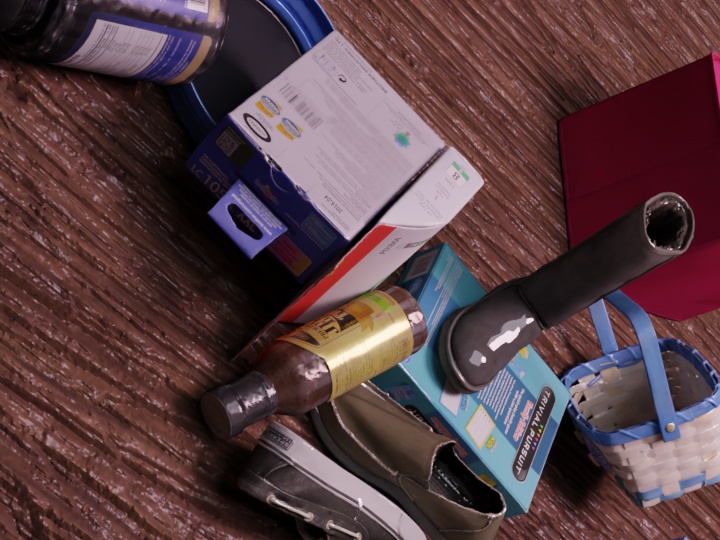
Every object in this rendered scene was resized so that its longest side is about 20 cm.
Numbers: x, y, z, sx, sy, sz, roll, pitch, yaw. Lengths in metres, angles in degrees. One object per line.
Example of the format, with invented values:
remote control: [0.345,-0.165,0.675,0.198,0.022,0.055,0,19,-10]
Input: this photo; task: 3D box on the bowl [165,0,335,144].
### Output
bowl: [-0.089,-0.170,1.412,0.200,0.039,0.202,22,58,-41]

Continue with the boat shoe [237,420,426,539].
boat shoe: [-0.024,0.187,1.316,0.200,0.071,0.064,40,80,-40]

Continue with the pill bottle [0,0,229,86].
pill bottle: [-0.203,-0.205,1.246,0.199,0.112,0.112,6,69,-46]

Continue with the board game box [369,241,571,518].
board game box: [0.095,0.100,1.490,0.200,0.047,0.151,50,43,-21]

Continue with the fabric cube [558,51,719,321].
fabric cube: [0.346,-0.080,1.727,0.196,0.199,0.201,15,63,-42]

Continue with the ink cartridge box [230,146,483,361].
ink cartridge box: [0.000,0.000,1.341,0.050,0.161,0.200,45,43,-3]

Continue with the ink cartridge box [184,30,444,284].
ink cartridge box: [-0.042,-0.086,1.318,0.136,0.076,0.200,46,42,-2]

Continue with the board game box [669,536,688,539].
board game box: [0.303,0.393,1.584,0.196,0.056,0.200,57,42,-13]

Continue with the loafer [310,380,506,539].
loafer: [0.045,0.148,1.371,0.200,0.070,0.075,41,44,-3]

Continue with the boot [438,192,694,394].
boot: [0.177,0.019,1.424,0.073,0.199,0.182,56,41,-13]

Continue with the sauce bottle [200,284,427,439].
sauce bottle: [-0.036,0.074,1.322,0.199,0.065,0.065,-27,94,-36]

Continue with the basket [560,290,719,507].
basket: [0.260,0.107,1.562,0.176,0.138,0.201,-115,-170,-72]
